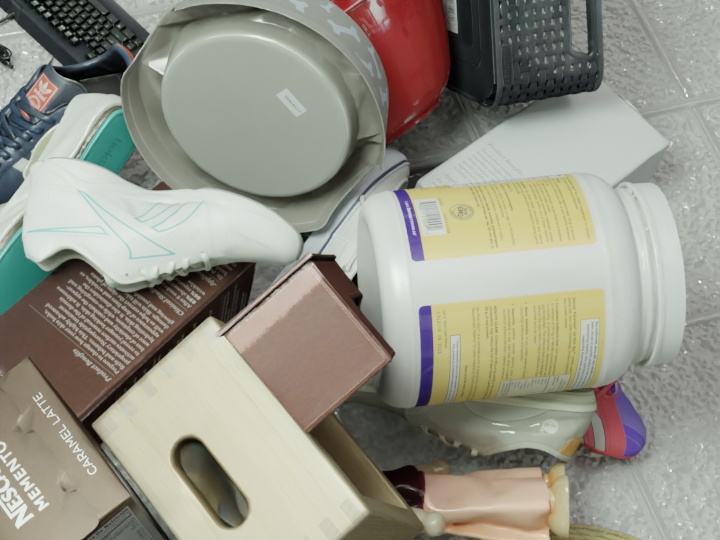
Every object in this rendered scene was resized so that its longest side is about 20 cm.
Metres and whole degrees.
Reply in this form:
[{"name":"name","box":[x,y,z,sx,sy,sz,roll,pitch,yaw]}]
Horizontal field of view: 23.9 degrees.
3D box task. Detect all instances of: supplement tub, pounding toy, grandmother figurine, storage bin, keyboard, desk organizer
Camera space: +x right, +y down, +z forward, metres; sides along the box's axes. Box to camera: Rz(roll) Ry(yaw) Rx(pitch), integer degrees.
[{"name":"supplement tub","box":[0.104,0.011,1.140,0.198,0.146,0.146,-5,58,-7]},{"name":"pounding toy","box":[-0.085,0.132,1.088,0.142,0.184,0.200,-42,72,3]},{"name":"grandmother figurine","box":[0.043,0.161,1.175,0.198,0.121,0.061,0,91,3]},{"name":"storage bin","box":[0.108,-0.216,1.355,0.093,0.136,0.200,-10,19,-15]},{"name":"keyboard","box":[-0.278,-0.221,1.407,0.200,0.021,0.127,42,59,18]},{"name":"desk organizer","box":[-0.025,0.041,1.052,0.072,0.200,0.077,-40,88,3]}]

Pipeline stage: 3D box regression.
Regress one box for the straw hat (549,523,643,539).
[{"name":"straw hat","box":[0.166,0.237,1.143,0.199,0.085,0.202,5,57,-7]}]

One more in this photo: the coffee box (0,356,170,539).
[{"name":"coffee box","box":[-0.182,0.150,1.062,0.080,0.200,0.114,-38,68,-11]}]

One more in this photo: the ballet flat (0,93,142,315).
[{"name":"ballet flat","box":[-0.236,-0.047,1.258,0.069,0.069,0.201,32,83,12]}]

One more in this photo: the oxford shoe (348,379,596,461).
[{"name":"oxford shoe","box":[0.068,0.100,1.210,0.199,0.075,0.058,6,98,20]}]

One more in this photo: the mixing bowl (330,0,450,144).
[{"name":"mixing bowl","box":[-0.005,-0.154,1.330,0.200,0.200,0.109,-41,104,-29]}]

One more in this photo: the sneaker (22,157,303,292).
[{"name":"sneaker","box":[-0.140,-0.019,1.193,0.199,0.070,0.081,10,71,0]}]

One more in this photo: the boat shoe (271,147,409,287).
[{"name":"boat shoe","box":[0.000,-0.002,1.279,0.086,0.075,0.202,30,60,11]}]

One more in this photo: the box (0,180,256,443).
[{"name":"box","box":[-0.176,0.039,1.223,0.100,0.075,0.200,38,57,15]}]

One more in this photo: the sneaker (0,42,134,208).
[{"name":"sneaker","box":[-0.251,-0.114,1.301,0.200,0.085,0.075,-36,69,-28]}]

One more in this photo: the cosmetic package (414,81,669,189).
[{"name":"cosmetic package","box":[0.139,-0.066,1.348,0.199,0.074,0.102,-33,69,-29]}]

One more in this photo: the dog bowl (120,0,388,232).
[{"name":"dog bowl","box":[-0.070,-0.122,1.222,0.199,0.201,0.059,19,45,3]}]

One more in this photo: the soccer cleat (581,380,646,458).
[{"name":"soccer cleat","box":[0.139,0.056,1.240,0.200,0.077,0.067,43,33,2]}]
